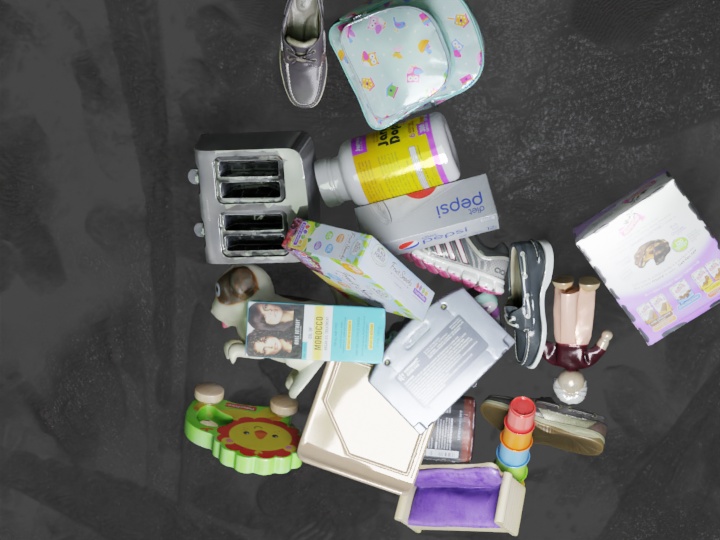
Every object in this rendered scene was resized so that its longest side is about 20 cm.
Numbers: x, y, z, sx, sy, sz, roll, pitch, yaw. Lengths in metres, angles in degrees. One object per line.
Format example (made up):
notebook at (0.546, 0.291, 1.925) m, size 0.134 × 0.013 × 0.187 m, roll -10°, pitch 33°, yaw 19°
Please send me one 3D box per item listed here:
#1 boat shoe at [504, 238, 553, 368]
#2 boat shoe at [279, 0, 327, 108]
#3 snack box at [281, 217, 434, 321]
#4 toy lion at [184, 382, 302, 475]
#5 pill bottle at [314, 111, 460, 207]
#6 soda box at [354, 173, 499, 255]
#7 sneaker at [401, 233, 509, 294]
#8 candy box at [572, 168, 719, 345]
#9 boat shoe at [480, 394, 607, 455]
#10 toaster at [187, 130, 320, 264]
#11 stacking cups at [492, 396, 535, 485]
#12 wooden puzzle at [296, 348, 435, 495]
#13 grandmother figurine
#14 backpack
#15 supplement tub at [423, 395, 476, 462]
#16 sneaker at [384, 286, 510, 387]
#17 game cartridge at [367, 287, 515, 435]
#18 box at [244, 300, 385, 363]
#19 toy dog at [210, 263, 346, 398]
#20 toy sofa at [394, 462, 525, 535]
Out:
boat shoe at (0.244, 0.051, 1.685) m, size 0.060 × 0.076 × 0.201 m, roll -1°, pitch 99°, yaw -19°
boat shoe at (-0.083, -0.328, 1.597) m, size 0.072 × 0.065 × 0.201 m, roll 5°, pitch 110°, yaw 3°
snack box at (0.000, 0.000, 1.598) m, size 0.142 × 0.200 × 0.053 m, roll 13°, pitch 73°, yaw 37°
toy lion at (-0.181, 0.254, 1.742) m, size 0.199 × 0.192 × 0.069 m, roll 9°, pitch 110°, yaw 3°
pill bottle at (0.038, -0.154, 1.624) m, size 0.200 × 0.104 × 0.104 m, roll -17°, pitch 107°, yaw 11°
soda box at (0.096, -0.076, 1.620) m, size 0.199 × 0.063 × 0.068 m, roll -14°, pitch 71°, yaw 6°
sneaker at (0.136, -0.036, 1.674) m, size 0.200 × 0.074 × 0.088 m, roll 23°, pitch 83°, yaw 14°
candy box at (0.438, -0.020, 1.646) m, size 0.168 × 0.072 × 0.200 m, roll -34°, pitch 103°, yaw 16°
boat shoe at (0.289, 0.232, 1.754) m, size 0.200 × 0.065 × 0.073 m, roll 18°, pitch 143°, yaw 16°
toaster at (-0.147, -0.107, 1.653) m, size 0.199 × 0.119 × 0.181 m, roll -1°, pitch 110°, yaw 6°
stacking cups at (0.240, 0.270, 1.738) m, size 0.060 × 0.061 × 0.200 m, roll 7°, pitch 131°, yaw 4°
wooden puzzle at (0.019, 0.217, 1.688) m, size 0.185 × 0.037 × 0.200 m, roll 19°, pitch 86°, yaw -2°
grandmother figurine at (0.321, 0.109, 1.710) m, size 0.121 × 0.061 × 0.201 m, roll 6°, pitch 109°, yaw 27°
backpack at (0.073, -0.305, 1.547) m, size 0.200 × 0.153 × 0.176 m, roll -24°, pitch 100°, yaw 6°
supplement tub at (0.080, 0.242, 1.757) m, size 0.199 × 0.107 × 0.107 m, roll 5°, pitch 110°, yaw 5°
sneaker at (0.136, 0.123, 1.724) m, size 0.200 × 0.078 × 0.140 m, roll -23°, pitch 104°, yaw 14°
game cartridge at (0.114, 0.127, 1.655) m, size 0.200 × 0.042 × 0.133 m, roll -44°, pitch 85°, yaw 0°
box at (-0.064, 0.089, 1.620) m, size 0.199 × 0.049 × 0.083 m, roll 3°, pitch 88°, yaw 2°
toy dog at (-0.136, 0.072, 1.706) m, size 0.200 × 0.140 × 0.194 m, roll 37°, pitch 96°, yaw -7°
toy sofa at (0.148, 0.357, 1.745) m, size 0.200 × 0.083 × 0.098 m, roll -8°, pitch 144°, yaw 37°
